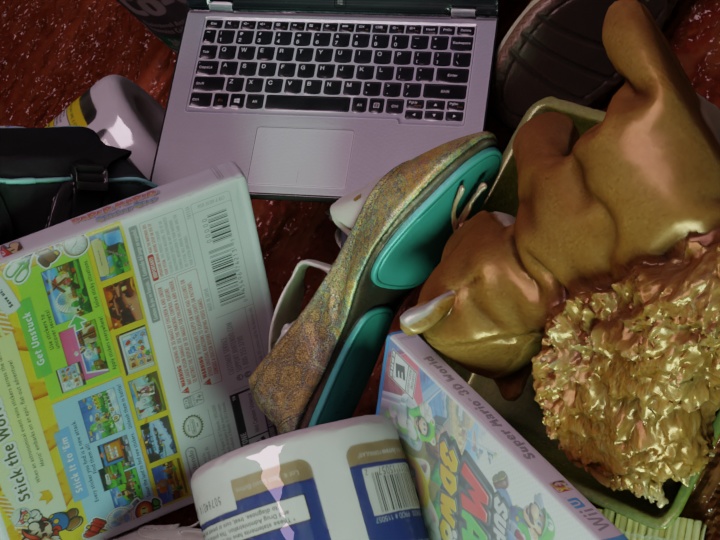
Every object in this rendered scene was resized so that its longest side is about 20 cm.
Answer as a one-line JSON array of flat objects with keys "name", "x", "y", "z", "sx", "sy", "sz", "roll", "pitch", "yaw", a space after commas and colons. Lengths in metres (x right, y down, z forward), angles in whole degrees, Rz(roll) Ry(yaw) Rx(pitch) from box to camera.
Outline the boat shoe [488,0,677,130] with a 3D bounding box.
[{"name": "boat shoe", "x": 0.144, "y": -0.164, "z": 1.139, "sx": 0.200, "sy": 0.072, "sz": 0.076, "roll": -44, "pitch": 24, "yaw": 6}]

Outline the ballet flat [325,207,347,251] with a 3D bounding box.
[{"name": "ballet flat", "x": 0.007, "y": -0.058, "z": 1.153, "sx": 0.073, "sy": 0.073, "sz": 0.201, "roll": -28, "pitch": 39, "yaw": 18}]

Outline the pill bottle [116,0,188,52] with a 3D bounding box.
[{"name": "pill bottle", "x": -0.139, "y": -0.233, "z": 1.266, "sx": 0.113, "sy": 0.200, "sz": 0.114, "roll": -16, "pitch": 57, "yaw": 26}]

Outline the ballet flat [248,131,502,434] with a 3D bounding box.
[{"name": "ballet flat", "x": 0.000, "y": 0.000, "z": 1.043, "sx": 0.071, "sy": 0.070, "sz": 0.201, "roll": 44, "pitch": 110, "yaw": 41}]

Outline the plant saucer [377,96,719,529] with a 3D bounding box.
[{"name": "plant saucer", "x": 0.135, "y": 0.023, "z": 1.043, "sx": 0.199, "sy": 0.048, "sz": 0.200, "roll": 21, "pitch": 78, "yaw": 39}]

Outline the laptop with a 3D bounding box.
[{"name": "laptop", "x": -0.022, "y": -0.151, "z": 1.082, "sx": 0.186, "sy": 0.116, "sz": 0.201, "roll": 3, "pitch": 62, "yaw": 12}]

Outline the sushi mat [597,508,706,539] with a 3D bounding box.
[{"name": "sushi mat", "x": 0.111, "y": 0.215, "z": 0.975, "sx": 0.095, "sy": 0.012, "sz": 0.201, "roll": 0, "pitch": 65, "yaw": 35}]

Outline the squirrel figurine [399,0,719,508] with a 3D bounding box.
[{"name": "squirrel figurine", "x": 0.112, "y": 0.009, "z": 0.949, "sx": 0.186, "sy": 0.141, "sz": 0.201, "roll": -32, "pitch": 49, "yaw": 23}]

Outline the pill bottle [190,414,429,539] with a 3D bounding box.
[{"name": "pill bottle", "x": -0.009, "y": 0.182, "z": 0.981, "sx": 0.111, "sy": 0.111, "sz": 0.201, "roll": -20, "pitch": 78, "yaw": 23}]

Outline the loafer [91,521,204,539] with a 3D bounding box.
[{"name": "loafer", "x": -0.102, "y": 0.176, "z": 1.111, "sx": 0.199, "sy": 0.070, "sz": 0.070, "roll": 5, "pitch": 32, "yaw": 35}]

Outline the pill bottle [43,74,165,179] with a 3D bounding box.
[{"name": "pill bottle", "x": -0.195, "y": -0.022, "z": 1.244, "sx": 0.200, "sy": 0.112, "sz": 0.113, "roll": -39, "pitch": 50, "yaw": 9}]

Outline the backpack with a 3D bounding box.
[{"name": "backpack", "x": -0.220, "y": 0.018, "z": 1.101, "sx": 0.153, "sy": 0.175, "sz": 0.201, "roll": 28, "pitch": 115, "yaw": 45}]

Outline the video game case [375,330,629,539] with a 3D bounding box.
[{"name": "video game case", "x": 0.061, "y": 0.140, "z": 0.974, "sx": 0.200, "sy": 0.018, "sz": 0.144, "roll": 43, "pitch": 135, "yaw": 47}]

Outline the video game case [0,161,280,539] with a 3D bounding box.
[{"name": "video game case", "x": -0.131, "y": 0.056, "z": 1.061, "sx": 0.181, "sy": 0.201, "sz": 0.023, "roll": -21, "pitch": 38, "yaw": -15}]
